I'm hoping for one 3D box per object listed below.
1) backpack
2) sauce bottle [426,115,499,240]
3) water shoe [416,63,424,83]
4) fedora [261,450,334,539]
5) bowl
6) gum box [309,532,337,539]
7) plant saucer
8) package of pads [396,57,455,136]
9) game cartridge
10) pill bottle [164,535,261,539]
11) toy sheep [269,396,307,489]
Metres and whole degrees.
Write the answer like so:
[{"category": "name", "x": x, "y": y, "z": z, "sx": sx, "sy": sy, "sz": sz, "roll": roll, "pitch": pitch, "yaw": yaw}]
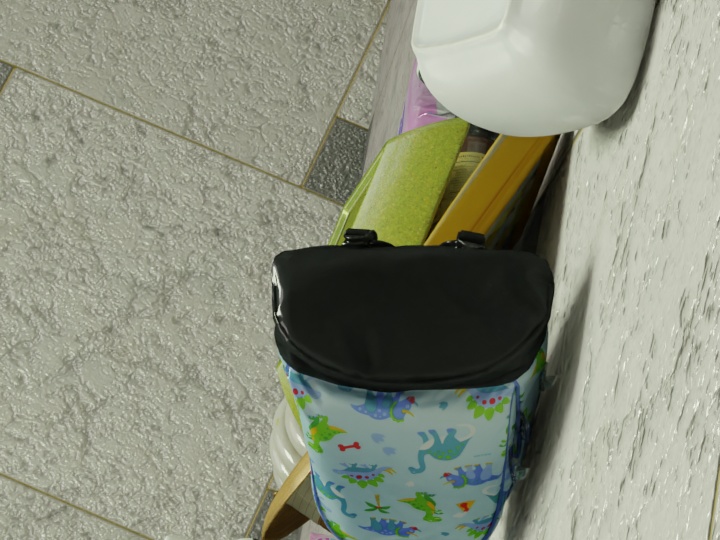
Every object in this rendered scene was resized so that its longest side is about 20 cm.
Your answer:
[{"category": "backpack", "x": 0.031, "y": 0.078, "z": 1.502, "sx": 0.200, "sy": 0.162, "sz": 0.154, "roll": 88, "pitch": -177, "yaw": -69}, {"category": "sauce bottle", "x": 0.079, "y": -0.054, "z": 1.879, "sx": 0.200, "sy": 0.064, "sz": 0.065, "roll": -77, "pitch": 1, "yaw": -58}, {"category": "water shoe", "x": 0.106, "y": -0.185, "z": 1.882, "sx": 0.079, "sy": 0.071, "sz": 0.200, "roll": -66, "pitch": 11, "yaw": -26}, {"category": "fedora", "x": 0.017, "y": 0.142, "z": 1.822, "sx": 0.201, "sy": 0.082, "sz": 0.201, "roll": -45, "pitch": -11, "yaw": -11}, {"category": "bowl", "x": 0.097, "y": -0.181, "z": 1.462, "sx": 0.200, "sy": 0.074, "sz": 0.201, "roll": 0, "pitch": 78, "yaw": 66}, {"category": "gum box", "x": -0.036, "y": 0.358, "z": 2.377, "sx": 0.114, "sy": 0.066, "sz": 0.201, "roll": -88, "pitch": 10, "yaw": -67}, {"category": "plant saucer", "x": 0.000, "y": 0.000, "z": 1.811, "sx": 0.200, "sy": 0.048, "sz": 0.201, "roll": 126, "pitch": 166, "yaw": -67}, {"category": "package of pads", "x": 0.062, "y": -0.088, "z": 2.185, "sx": 0.121, "sy": 0.075, "sz": 0.200, "roll": -78, "pitch": 2, "yaw": -49}, {"category": "game cartridge", "x": 0.059, "y": 0.002, "z": 1.665, "sx": 0.200, "sy": 0.032, "sz": 0.176, "roll": -56, "pitch": -9, "yaw": -27}, {"category": "pill bottle", "x": -0.051, "y": 0.255, "z": 1.848, "sx": 0.116, "sy": 0.199, "sz": 0.117, "roll": -168, "pitch": 90, "yaw": -86}, {"category": "toy sheep", "x": -0.018, "y": 0.152, "z": 2.292, "sx": 0.138, "sy": 0.137, "sz": 0.200, "roll": -82, "pitch": 8, "yaw": -45}]
